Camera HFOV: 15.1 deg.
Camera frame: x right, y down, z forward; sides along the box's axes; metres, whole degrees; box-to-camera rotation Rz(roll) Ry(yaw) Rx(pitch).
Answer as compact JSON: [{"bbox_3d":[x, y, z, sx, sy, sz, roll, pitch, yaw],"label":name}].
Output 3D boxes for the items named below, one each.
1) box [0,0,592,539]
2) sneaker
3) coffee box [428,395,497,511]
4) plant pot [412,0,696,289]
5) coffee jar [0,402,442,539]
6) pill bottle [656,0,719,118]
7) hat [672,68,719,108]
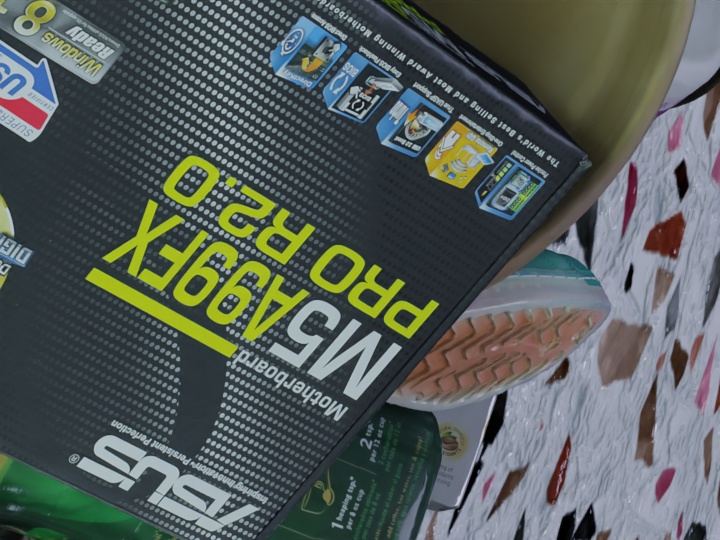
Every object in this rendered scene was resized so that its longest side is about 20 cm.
[{"bbox_3d":[-0.057,-0.022,0.725,0.200,0.044,0.160,32,103,-39],"label":"box"},{"bbox_3d":[0.000,0.000,0.926,0.200,0.080,0.071,-1,146,-40],"label":"sneaker"},{"bbox_3d":[0.037,0.005,1.264,0.114,0.080,0.200,124,-15,-84],"label":"coffee box"},{"bbox_3d":[-0.009,-0.087,0.795,0.201,0.093,0.201,-13,127,-18],"label":"plant pot"},{"bbox_3d":[-0.079,0.059,0.944,0.085,0.200,0.104,-8,-121,67],"label":"coffee jar"},{"bbox_3d":[0.045,-0.076,1.122,0.200,0.112,0.112,-37,-178,36],"label":"pill bottle"},{"bbox_3d":[0.083,-0.153,1.186,0.081,0.201,0.201,-31,134,-41],"label":"hat"}]
